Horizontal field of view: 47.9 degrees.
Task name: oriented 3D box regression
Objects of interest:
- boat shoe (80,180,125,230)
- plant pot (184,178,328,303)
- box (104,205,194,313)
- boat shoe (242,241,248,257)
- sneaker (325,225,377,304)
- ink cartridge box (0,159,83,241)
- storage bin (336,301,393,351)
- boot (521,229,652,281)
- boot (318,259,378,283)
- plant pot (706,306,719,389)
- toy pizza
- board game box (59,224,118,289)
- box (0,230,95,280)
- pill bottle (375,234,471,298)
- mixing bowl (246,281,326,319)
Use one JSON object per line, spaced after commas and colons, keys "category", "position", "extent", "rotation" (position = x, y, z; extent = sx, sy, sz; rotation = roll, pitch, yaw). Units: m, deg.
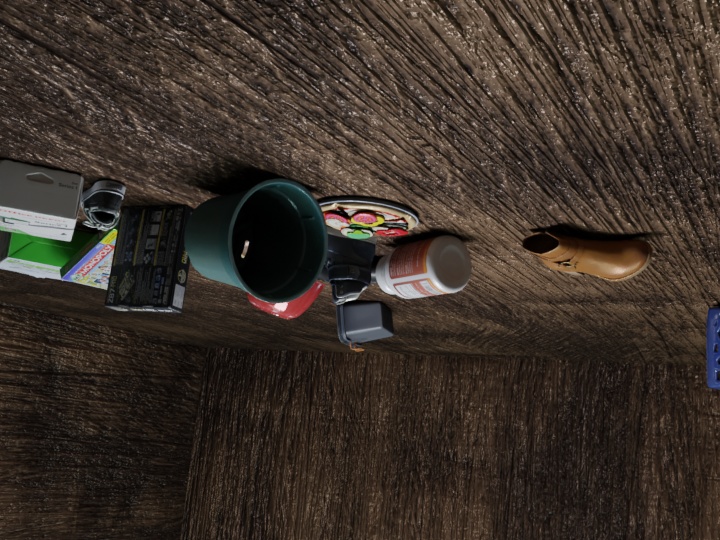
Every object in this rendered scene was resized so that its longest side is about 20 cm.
{"category": "boat shoe", "position": [-0.478, -0.110, 1.502], "extent": [0.073, 0.069, 0.199], "rotation": [13, 167, -30]}
{"category": "plant pot", "position": [-0.192, -0.052, 1.386], "extent": [0.199, 0.203, 0.195], "rotation": [16, 172, -41]}
{"category": "box", "position": [-0.404, -0.022, 1.563], "extent": [0.159, 0.203, 0.049], "rotation": [0, 166, 22]}
{"category": "boat shoe", "position": [-0.200, -0.041, 1.693], "extent": [0.067, 0.073, 0.200], "rotation": [2, 165, 27]}
{"category": "sneaker", "position": [-0.072, -0.012, 1.597], "extent": [0.199, 0.148, 0.077], "rotation": [8, 170, -3]}
{"category": "ink cartridge box", "position": [-0.583, -0.121, 1.460], "extent": [0.144, 0.086, 0.200], "rotation": [9, 168, -20]}
{"category": "storage bin", "position": [0.020, 0.165, 2.452], "extent": [0.132, 0.148, 0.200], "rotation": [-8, 165, 15]}
{"category": "boot", "position": [0.403, -0.033, 1.458], "extent": [0.154, 0.075, 0.199], "rotation": [21, 159, -38]}
{"category": "boot", "position": [0.000, 0.000, 1.807], "extent": [0.197, 0.067, 0.165], "rotation": [6, 177, 14]}
{"category": "plant pot", "position": [0.938, 0.185, 1.889], "extent": [0.197, 0.203, 0.180], "rotation": [4, 174, 2]}
{"category": "toy pizza", "position": [0.006, -0.089, 1.469], "extent": [0.197, 0.032, 0.200], "rotation": [5, 168, 1]}
{"category": "board game box", "position": [-0.550, -0.030, 1.791], "extent": [0.199, 0.029, 0.134], "rotation": [-36, 149, 27]}
{"category": "box", "position": [-0.725, -0.041, 1.882], "extent": [0.198, 0.098, 0.176], "rotation": [12, 167, -31]}
{"category": "pill bottle", "position": [0.121, -0.003, 1.629], "extent": [0.111, 0.114, 0.199], "rotation": [13, 167, -33]}
{"category": "mixing bowl", "position": [-0.190, 0.047, 1.889], "extent": [0.198, 0.110, 0.200], "rotation": [21, 179, 0]}
